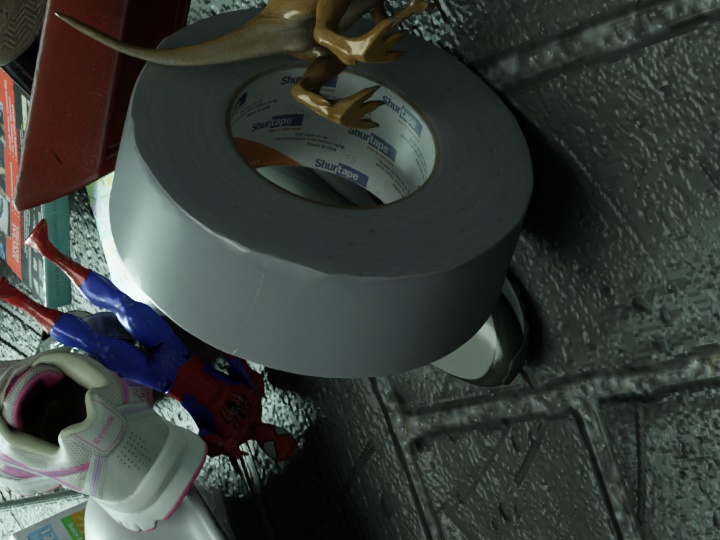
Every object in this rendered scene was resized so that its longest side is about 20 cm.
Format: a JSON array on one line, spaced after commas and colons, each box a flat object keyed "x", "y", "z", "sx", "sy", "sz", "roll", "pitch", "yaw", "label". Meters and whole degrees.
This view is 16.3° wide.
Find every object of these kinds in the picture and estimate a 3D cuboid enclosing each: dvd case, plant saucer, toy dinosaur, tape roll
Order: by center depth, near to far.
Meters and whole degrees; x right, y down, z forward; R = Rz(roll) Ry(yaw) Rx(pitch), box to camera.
[{"x": -0.031, "y": -0.116, "z": 1.209, "sx": 0.106, "sy": 0.199, "sz": 0.061, "roll": 50, "pitch": 160, "yaw": 37, "label": "toy dinosaur"}, {"x": -0.019, "y": -0.041, "z": 1.216, "sx": 0.200, "sy": 0.199, "sz": 0.066, "roll": 45, "pitch": 138, "yaw": 30, "label": "tape roll"}, {"x": -0.120, "y": -0.137, "z": 1.299, "sx": 0.036, "sy": 0.200, "sz": 0.201, "roll": 12, "pitch": 101, "yaw": 6, "label": "plant saucer"}, {"x": -0.234, "y": -0.084, "z": 1.608, "sx": 0.200, "sy": 0.022, "sz": 0.147, "roll": 41, "pitch": 138, "yaw": 48, "label": "dvd case"}]

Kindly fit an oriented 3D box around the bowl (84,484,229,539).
[{"x": -0.107, "y": 0.193, "z": 1.473, "sx": 0.202, "sy": 0.090, "sz": 0.201, "roll": 57, "pitch": 175, "yaw": 7, "label": "bowl"}]

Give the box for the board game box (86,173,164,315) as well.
[{"x": -0.092, "y": -0.044, "z": 1.456, "sx": 0.199, "sy": 0.034, "sz": 0.136, "roll": -4, "pitch": 104, "yaw": 54, "label": "board game box"}]

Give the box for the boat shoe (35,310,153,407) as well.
[{"x": -0.171, "y": 0.060, "z": 1.583, "sx": 0.200, "sy": 0.072, "sz": 0.072, "roll": 164, "pitch": 104, "yaw": -65, "label": "boat shoe"}]

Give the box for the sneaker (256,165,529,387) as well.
[{"x": 0.000, "y": 0.000, "z": 1.303, "sx": 0.200, "sy": 0.079, "sz": 0.074, "roll": 36, "pitch": 129, "yaw": 18, "label": "sneaker"}]

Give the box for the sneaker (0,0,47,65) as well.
[{"x": -0.244, "y": -0.230, "z": 1.525, "sx": 0.111, "sy": 0.076, "sz": 0.202, "roll": 18, "pitch": 117, "yaw": 41, "label": "sneaker"}]

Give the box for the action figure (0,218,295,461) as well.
[{"x": -0.114, "y": 0.048, "z": 1.449, "sx": 0.199, "sy": 0.065, "sz": 0.099, "roll": 36, "pitch": 166, "yaw": -9, "label": "action figure"}]

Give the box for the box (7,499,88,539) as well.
[{"x": -0.195, "y": 0.240, "z": 1.680, "sx": 0.113, "sy": 0.101, "sz": 0.200, "roll": 59, "pitch": 144, "yaw": 13, "label": "box"}]

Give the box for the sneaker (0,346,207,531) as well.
[{"x": -0.176, "y": 0.079, "z": 1.422, "sx": 0.199, "sy": 0.082, "sz": 0.088, "roll": 9, "pitch": 150, "yaw": 45, "label": "sneaker"}]
